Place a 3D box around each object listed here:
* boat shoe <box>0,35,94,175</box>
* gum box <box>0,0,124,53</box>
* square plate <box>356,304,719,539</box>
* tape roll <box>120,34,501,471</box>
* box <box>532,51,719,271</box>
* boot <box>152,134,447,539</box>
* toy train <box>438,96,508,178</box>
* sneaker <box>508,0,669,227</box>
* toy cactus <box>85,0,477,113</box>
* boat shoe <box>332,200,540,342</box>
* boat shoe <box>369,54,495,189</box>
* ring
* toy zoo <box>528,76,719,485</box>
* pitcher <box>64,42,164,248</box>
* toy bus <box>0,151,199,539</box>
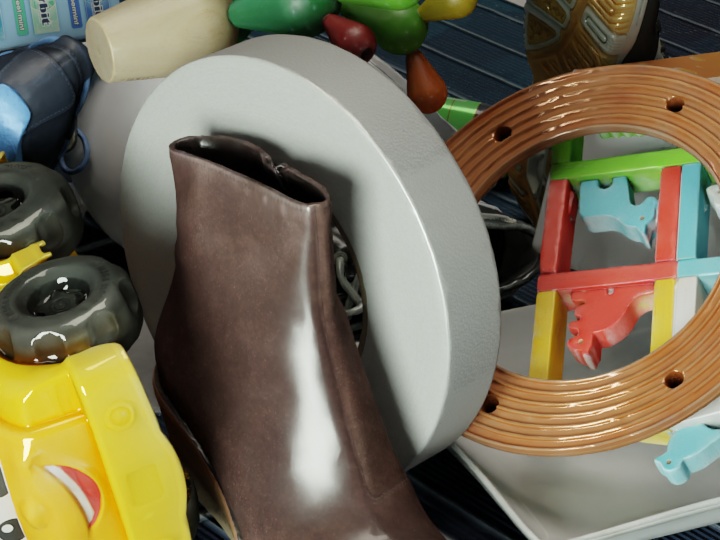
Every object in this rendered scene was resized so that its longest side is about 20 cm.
[{"bbox_3d":[-0.163,-0.066,1.231,0.069,0.084,0.200,-41,12,-17],"label":"boat shoe"},{"bbox_3d":[-0.230,-0.124,1.280,0.170,0.045,0.200,-3,8,44],"label":"gum box"},{"bbox_3d":[0.123,0.067,1.155,0.198,0.029,0.200,-11,28,-23],"label":"square plate"},{"bbox_3d":[-0.025,-0.001,1.092,0.203,0.203,0.037,22,35,37],"label":"tape roll"},{"bbox_3d":[0.201,-0.046,1.271,0.124,0.098,0.200,25,23,35],"label":"box"},{"bbox_3d":[-0.022,0.050,1.021,0.072,0.167,0.200,-19,34,-33],"label":"boot"},{"bbox_3d":[0.006,-0.091,1.440,0.200,0.042,0.056,10,-16,18],"label":"toy train"},{"bbox_3d":[0.134,-0.107,1.322,0.088,0.200,0.076,-15,55,-21],"label":"sneaker"},{"bbox_3d":[-0.046,-0.115,1.174,0.165,0.102,0.200,-18,21,-23],"label":"toy cactus"},{"bbox_3d":[0.000,0.003,1.232,0.199,0.074,0.068,-3,10,-31],"label":"boat shoe"},{"bbox_3d":[0.016,-0.058,1.319,0.072,0.068,0.200,40,2,17],"label":"boat shoe"},{"bbox_3d":[0.101,-0.005,1.116,0.200,0.019,0.201,-13,53,18],"label":"ring"},{"bbox_3d":[0.142,0.002,1.118,0.131,0.020,0.200,-6,56,22],"label":"toy zoo"},{"bbox_3d":[-0.124,-0.060,1.330,0.171,0.121,0.200,-32,27,-12],"label":"pitcher"},{"bbox_3d":[-0.181,0.062,1.051,0.192,0.136,0.200,-21,34,-15],"label":"toy bus"}]
